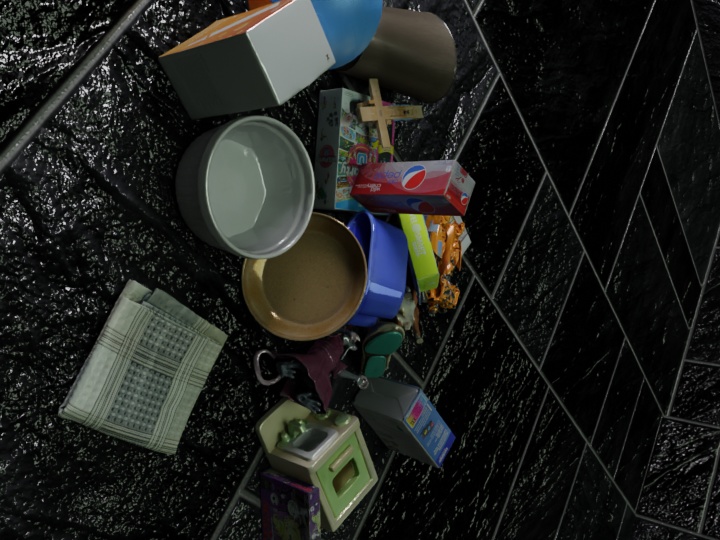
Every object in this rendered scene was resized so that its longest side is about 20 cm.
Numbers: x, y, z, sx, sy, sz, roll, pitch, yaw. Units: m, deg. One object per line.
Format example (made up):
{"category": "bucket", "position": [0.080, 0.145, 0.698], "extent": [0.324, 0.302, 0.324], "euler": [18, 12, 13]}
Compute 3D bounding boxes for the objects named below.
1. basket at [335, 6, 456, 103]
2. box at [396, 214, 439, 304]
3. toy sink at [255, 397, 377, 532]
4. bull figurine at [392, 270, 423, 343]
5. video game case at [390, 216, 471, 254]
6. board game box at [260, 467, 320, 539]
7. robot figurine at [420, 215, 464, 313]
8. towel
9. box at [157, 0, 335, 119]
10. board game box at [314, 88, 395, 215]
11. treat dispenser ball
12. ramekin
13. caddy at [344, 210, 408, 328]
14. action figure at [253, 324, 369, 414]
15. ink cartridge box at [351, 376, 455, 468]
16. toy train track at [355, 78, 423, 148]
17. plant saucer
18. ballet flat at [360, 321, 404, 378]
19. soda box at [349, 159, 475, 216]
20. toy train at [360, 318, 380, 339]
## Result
{"category": "basket", "position": [0.048, -0.390, 1.153], "extent": [0.199, 0.136, 0.181], "euler": [-2, 63, -42]}
{"category": "box", "position": [0.102, -0.047, 1.202], "extent": [0.122, 0.047, 0.202], "euler": [65, 11, -77]}
{"category": "toy sink", "position": [-0.068, 0.309, 1.109], "extent": [0.130, 0.111, 0.201], "euler": [-38, 121, -39]}
{"category": "bull figurine", "position": [0.073, 0.047, 1.249], "extent": [0.122, 0.065, 0.201], "euler": [-95, 166, -53]}
{"category": "video game case", "position": [0.153, -0.077, 1.379], "extent": [0.181, 0.025, 0.201], "euler": [-51, 128, -31]}
{"category": "board game box", "position": [-0.113, 0.435, 1.066], "extent": [0.032, 0.119, 0.202], "euler": [-8, 99, -44]}
{"category": "robot figurine", "position": [0.161, -0.013, 1.317], "extent": [0.145, 0.058, 0.202], "euler": [26, 66, -54]}
{"category": "towel", "position": [-0.285, 0.136, 0.909], "extent": [0.192, 0.034, 0.201], "euler": [39, 65, -42]}
{"category": "box", "position": [-0.155, -0.283, 0.887], "extent": [0.124, 0.199, 0.098], "euler": [-48, 126, -34]}
{"category": "board game box", "position": [-0.009, -0.202, 1.160], "extent": [0.147, 0.064, 0.202], "euler": [1, 94, -48]}
{"category": "treat dispenser ball", "position": [-0.066, -0.400, 0.974], "extent": [0.200, 0.200, 0.203], "euler": [-6, 99, -47]}
{"category": "ramekin", "position": [-0.172, -0.118, 0.956], "extent": [0.199, 0.105, 0.202], "euler": [-5, 97, -48]}
{"category": "caddy", "position": [0.000, 0.000, 1.097], "extent": [0.104, 0.141, 0.202], "euler": [18, 63, -26]}
{"category": "action figure", "position": [-0.069, 0.155, 1.122], "extent": [0.200, 0.148, 0.135], "euler": [-51, 143, -56]}
{"category": "ink cartridge box", "position": [0.090, 0.296, 1.264], "extent": [0.076, 0.136, 0.201], "euler": [-52, 129, -26]}
{"category": "toy train track", "position": [0.046, -0.272, 1.150], "extent": [0.199, 0.032, 0.116], "euler": [-20, 101, -52]}
{"category": "plant saucer", "position": [-0.085, 0.010, 1.028], "extent": [0.035, 0.199, 0.202], "euler": [49, 53, -77]}
{"category": "ballet flat", "position": [0.030, 0.127, 1.171], "extent": [0.067, 0.200, 0.063], "euler": [4, 58, -11]}
{"category": "soda box", "position": [0.081, -0.133, 1.071], "extent": [0.070, 0.199, 0.064], "euler": [35, 70, -43]}
{"category": "toy train", "position": [0.010, 0.036, 1.226], "extent": [0.046, 0.034, 0.202], "euler": [-28, 114, -47]}
